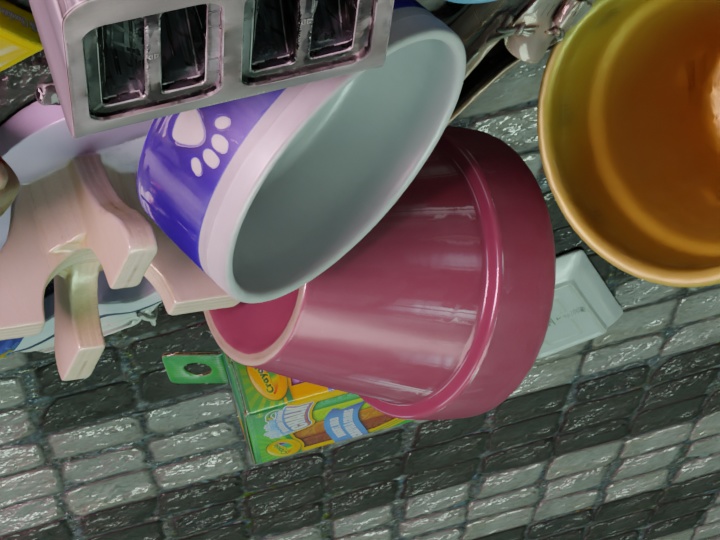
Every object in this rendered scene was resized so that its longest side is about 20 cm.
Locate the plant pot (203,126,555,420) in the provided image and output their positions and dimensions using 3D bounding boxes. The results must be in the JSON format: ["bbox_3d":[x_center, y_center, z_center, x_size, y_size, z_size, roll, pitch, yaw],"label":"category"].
[{"bbox_3d":[0.000,0.000,1.578,0.178,0.202,0.200,2,153,-37],"label":"plant pot"}]

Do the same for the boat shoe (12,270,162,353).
[{"bbox_3d":[-0.168,0.013,1.655,0.201,0.075,0.086,-26,157,29],"label":"boat shoe"}]

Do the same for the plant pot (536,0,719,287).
[{"bbox_3d":[0.244,-0.100,1.552,0.200,0.202,0.188,-31,170,33],"label":"plant pot"}]

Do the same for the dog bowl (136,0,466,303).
[{"bbox_3d":[-0.034,-0.082,1.394,0.200,0.079,0.201,-42,160,-19],"label":"dog bowl"}]

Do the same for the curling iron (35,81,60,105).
[{"bbox_3d":[-0.109,-0.102,1.452,0.199,0.050,0.025,2,179,-42],"label":"curling iron"}]

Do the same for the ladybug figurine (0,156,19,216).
[{"bbox_3d":[-0.288,-0.032,1.411,0.199,0.072,0.136,-23,-171,25],"label":"ladybug figurine"}]

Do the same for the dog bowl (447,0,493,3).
[{"bbox_3d":[0.118,-0.206,1.359,0.198,0.050,0.112,-16,159,-5],"label":"dog bowl"}]

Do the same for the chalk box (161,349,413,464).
[{"bbox_3d":[-0.047,0.059,1.796,0.198,0.125,0.125,-16,159,-3],"label":"chalk box"}]

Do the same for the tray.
[{"bbox_3d":[0.161,0.036,2.050,0.107,0.022,0.200,-22,159,10],"label":"tray"}]

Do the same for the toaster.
[{"bbox_3d":[-0.077,-0.166,1.210,0.179,0.120,0.200,-14,159,-10],"label":"toaster"}]

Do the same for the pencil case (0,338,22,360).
[{"bbox_3d":[-0.280,0.040,1.528,0.087,0.078,0.200,-42,178,18],"label":"pencil case"}]

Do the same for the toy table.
[{"bbox_3d":[-0.172,-0.020,1.509,0.182,0.118,0.200,-12,158,-14],"label":"toy table"}]

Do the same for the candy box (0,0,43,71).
[{"bbox_3d":[-0.282,-0.104,1.335,0.199,0.027,0.102,-25,162,21],"label":"candy box"}]

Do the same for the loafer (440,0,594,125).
[{"bbox_3d":[0.090,-0.142,1.480,0.199,0.063,0.072,-32,156,34],"label":"loafer"}]
